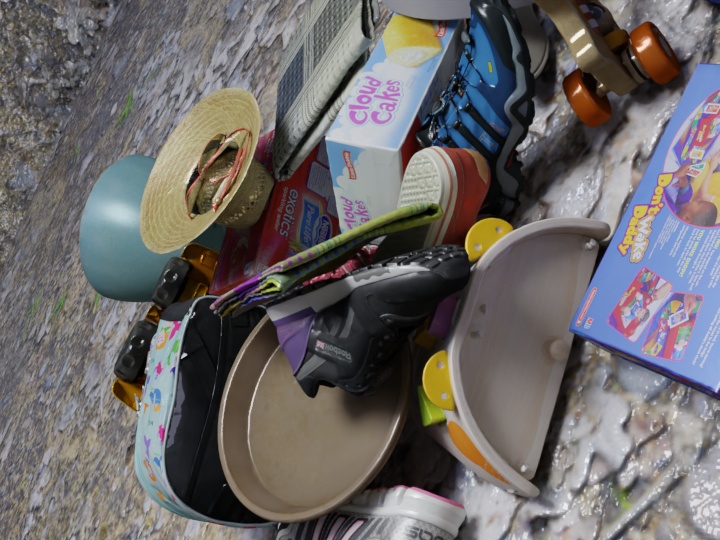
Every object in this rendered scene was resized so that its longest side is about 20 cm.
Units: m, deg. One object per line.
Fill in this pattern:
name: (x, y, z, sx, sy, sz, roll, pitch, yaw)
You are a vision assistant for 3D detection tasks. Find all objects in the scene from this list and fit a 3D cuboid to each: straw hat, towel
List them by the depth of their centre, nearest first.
towel: (-0.032, -0.006, 0.734, 0.143, 0.023, 0.200, -25, 1, -24)
towel: (-0.035, -0.219, 0.974, 0.200, 0.034, 0.194, -50, 30, 41)
straw hat: (-0.138, -0.087, 0.986, 0.200, 0.085, 0.203, -28, 48, 36)

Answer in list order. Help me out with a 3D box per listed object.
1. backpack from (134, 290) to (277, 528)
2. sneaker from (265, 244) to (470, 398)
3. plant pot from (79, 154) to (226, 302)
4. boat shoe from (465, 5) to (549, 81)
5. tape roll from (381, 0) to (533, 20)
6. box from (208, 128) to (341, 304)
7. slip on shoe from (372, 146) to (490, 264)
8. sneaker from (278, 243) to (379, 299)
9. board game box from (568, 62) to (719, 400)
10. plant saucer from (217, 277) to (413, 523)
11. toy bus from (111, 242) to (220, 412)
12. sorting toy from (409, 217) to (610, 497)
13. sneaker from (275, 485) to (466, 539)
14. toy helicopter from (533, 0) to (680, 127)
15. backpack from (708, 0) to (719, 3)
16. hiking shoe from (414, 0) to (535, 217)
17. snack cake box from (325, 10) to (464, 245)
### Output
backpack: (-0.122, 0.137, 0.891, 0.150, 0.176, 0.203, -20, 60, 54)
sneaker: (0.014, 0.041, 0.673, 0.199, 0.075, 0.089, -21, 86, 52)
plant pot: (-0.260, -0.044, 1.279, 0.133, 0.200, 0.202, 14, 75, 24)
boat shoe: (0.133, -0.219, 0.892, 0.057, 0.066, 0.201, 119, 163, -44)
tape roll: (0.108, -0.305, 0.877, 0.198, 0.067, 0.201, -10, 36, 7)
box: (-0.083, -0.052, 1.056, 0.095, 0.099, 0.202, -21, 50, 49)
slip on shoe: (0.056, -0.019, 0.775, 0.074, 0.061, 0.201, 58, 147, 34)
sneaker: (0.000, 0.000, 0.910, 0.199, 0.081, 0.075, -8, 28, 47)
board game box: (0.228, -0.027, 0.590, 0.202, 0.044, 0.134, -63, 29, 0)
plant saucer: (-0.035, 0.103, 0.763, 0.198, 0.029, 0.202, -20, 55, 32)
toy bus: (-0.206, 0.080, 1.141, 0.202, 0.135, 0.192, -65, 13, -9)
sorting toy: (0.084, 0.056, 0.730, 0.180, 0.106, 0.202, 147, 143, -72)
sneaker: (-0.006, 0.222, 0.732, 0.199, 0.074, 0.088, -20, 43, 44)
toy helicopter: (0.149, -0.207, 0.705, 0.079, 0.199, 0.134, -31, 51, 32)
backpack: (0.236, -0.288, 0.633, 0.169, 0.199, 0.162, -60, 30, 3)
hiking shoe: (0.087, -0.120, 0.754, 0.075, 0.086, 0.202, -108, 10, -51)
snack cake box: (0.039, -0.132, 0.854, 0.066, 0.116, 0.201, 11, 50, 16)
